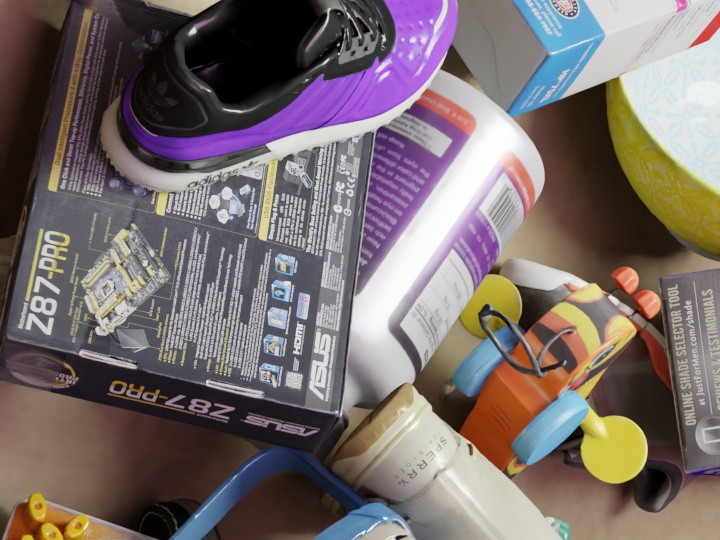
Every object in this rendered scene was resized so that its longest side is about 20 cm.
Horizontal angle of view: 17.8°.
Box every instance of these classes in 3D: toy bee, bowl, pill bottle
[{"bbox_3d":[0.113,0.054,1.227,0.108,0.200,0.131,-35,94,-18],"label":"toy bee"},{"bbox_3d":[0.225,-0.068,1.334,0.199,0.200,0.108,-22,150,-32],"label":"bowl"},{"bbox_3d":[0.000,0.000,1.190,0.111,0.111,0.200,47,68,-29],"label":"pill bottle"}]

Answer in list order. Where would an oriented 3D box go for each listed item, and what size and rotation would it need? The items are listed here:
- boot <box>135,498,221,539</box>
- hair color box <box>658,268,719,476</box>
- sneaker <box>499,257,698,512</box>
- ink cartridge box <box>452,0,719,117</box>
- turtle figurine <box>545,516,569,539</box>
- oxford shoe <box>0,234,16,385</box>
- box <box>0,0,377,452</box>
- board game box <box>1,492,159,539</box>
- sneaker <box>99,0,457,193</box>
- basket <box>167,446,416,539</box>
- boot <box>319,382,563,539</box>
[{"bbox_3d":[-0.146,0.212,1.131,0.153,0.073,0.205,7,87,-31],"label":"boot"},{"bbox_3d":[0.235,0.062,1.328,0.200,0.064,0.110,11,70,-64],"label":"hair color box"},{"bbox_3d":[0.139,0.072,1.322,0.200,0.077,0.082,43,76,-30],"label":"sneaker"},{"bbox_3d":[0.135,-0.173,1.267,0.199,0.067,0.117,-22,71,-32],"label":"ink cartridge box"},{"bbox_3d":[0.089,0.214,1.280,0.199,0.100,0.151,22,68,-44],"label":"turtle figurine"},{"bbox_3d":[-0.157,0.009,1.117,0.199,0.058,0.076,-10,133,-22],"label":"oxford shoe"},{"bbox_3d":[-0.078,-0.027,1.090,0.160,0.049,0.201,14,59,-13],"label":"box"},{"bbox_3d":[-0.099,0.227,1.089,0.199,0.026,0.201,20,65,-7],"label":"board game box"},{"bbox_3d":[-0.021,-0.105,1.065,0.199,0.100,0.070,-29,75,-31],"label":"sneaker"},{"bbox_3d":[-0.029,0.179,1.047,0.176,0.199,0.140,-43,139,-24],"label":"basket"},{"bbox_3d":[0.056,0.139,1.162,0.155,0.200,0.072,43,81,8],"label":"boot"}]
